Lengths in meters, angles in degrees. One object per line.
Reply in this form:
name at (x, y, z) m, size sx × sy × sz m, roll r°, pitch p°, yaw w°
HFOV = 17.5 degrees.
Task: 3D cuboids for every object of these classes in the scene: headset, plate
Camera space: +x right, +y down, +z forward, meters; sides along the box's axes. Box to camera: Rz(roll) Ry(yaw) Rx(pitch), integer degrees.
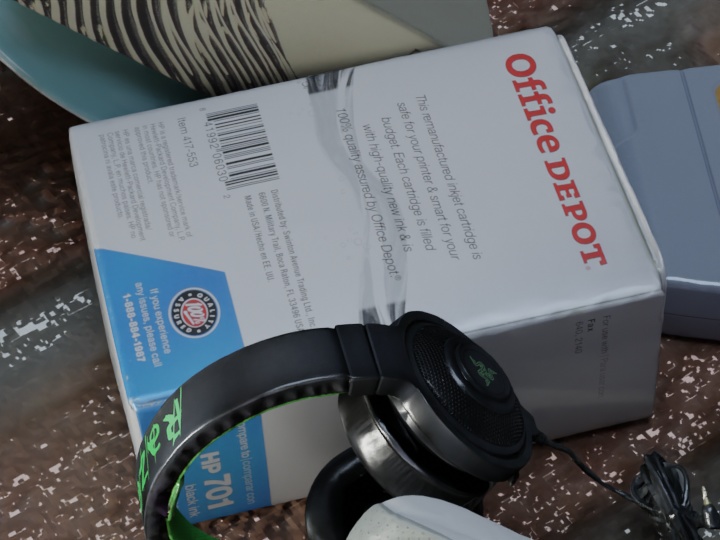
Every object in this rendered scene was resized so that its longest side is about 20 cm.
headset at (0.024, 0.081, 0.804) m, size 0.198 × 0.124 × 0.094 m, roll 1°, pitch 44°, yaw -19°
plate at (-0.103, -0.135, 0.982) m, size 0.199 × 0.026 × 0.201 m, roll 28°, pitch 38°, yaw -24°

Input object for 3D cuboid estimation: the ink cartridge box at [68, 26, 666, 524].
ink cartridge box at (0.000, 0.000, 0.895) m, size 0.198 × 0.086 × 0.147 m, roll -11°, pitch 49°, yaw -8°

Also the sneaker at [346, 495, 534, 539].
sneaker at (0.077, 0.126, 0.756) m, size 0.200 × 0.070 × 0.080 m, roll 34°, pitch 34°, yaw -17°

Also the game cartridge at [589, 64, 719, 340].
game cartridge at (0.198, -0.032, 0.946) m, size 0.198 × 0.042 × 0.134 m, roll -7°, pitch 44°, yaw -2°

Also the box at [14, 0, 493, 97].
box at (-0.044, -0.116, 0.932) m, size 0.199 × 0.082 × 0.069 m, roll 24°, pitch 40°, yaw -32°
